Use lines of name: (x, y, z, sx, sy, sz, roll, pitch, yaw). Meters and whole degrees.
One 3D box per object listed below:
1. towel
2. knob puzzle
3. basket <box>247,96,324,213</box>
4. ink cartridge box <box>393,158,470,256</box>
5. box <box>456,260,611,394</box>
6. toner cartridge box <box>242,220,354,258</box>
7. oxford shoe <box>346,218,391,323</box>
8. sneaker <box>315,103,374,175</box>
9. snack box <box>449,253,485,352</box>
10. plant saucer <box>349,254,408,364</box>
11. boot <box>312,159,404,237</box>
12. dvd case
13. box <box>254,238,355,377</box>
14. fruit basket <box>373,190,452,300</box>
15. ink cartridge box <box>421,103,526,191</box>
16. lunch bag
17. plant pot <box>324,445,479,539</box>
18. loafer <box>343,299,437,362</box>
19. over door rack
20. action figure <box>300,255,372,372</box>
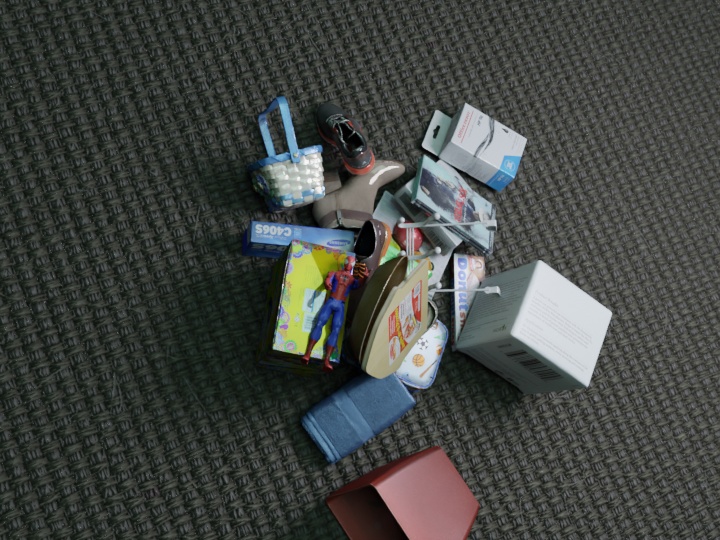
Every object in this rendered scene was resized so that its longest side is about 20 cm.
towel: (-0.005, 0.261, 1.570, 0.199, 0.049, 0.112, -34, 90, -1)
knob puzzle: (0.053, 0.100, 1.462, 0.030, 0.220, 0.220, 23, 65, 25)
basket: (-0.146, -0.217, 1.612, 0.138, 0.176, 0.201, -12, 90, -17)
ink cartridge box: (0.171, -0.136, 1.752, 0.162, 0.050, 0.200, 50, 35, 0)
box: (0.335, 0.116, 1.653, 0.198, 0.200, 0.172, 33, 66, -17)
toner cartridge box: (-0.120, -0.052, 1.620, 0.199, 0.095, 0.043, 5, 75, -16)
oxford shoe: (0.000, 0.000, 1.582, 0.071, 0.072, 0.201, 10, 86, 24)
sneaker: (-0.032, -0.281, 1.684, 0.077, 0.082, 0.200, -31, 57, -7)
snack box: (0.221, 0.068, 1.737, 0.071, 0.024, 0.201, 5, 74, -19)
plant saucer: (0.026, 0.060, 1.440, 0.035, 0.200, 0.201, 23, 68, 12)
boot: (0.002, -0.137, 1.681, 0.199, 0.070, 0.147, -10, 61, -1)
dvd case: (0.191, -0.132, 1.713, 0.200, 0.022, 0.146, 35, 41, -19)
box: (-0.104, 0.074, 1.537, 0.121, 0.193, 0.201, 13, 73, -14)
fruit basket: (0.086, -0.038, 1.701, 0.185, 0.094, 0.201, 32, 53, -8)
ink cartridge box: (0.243, -0.272, 1.806, 0.199, 0.068, 0.116, 28, 60, -9)
lunch bag: (0.061, 0.141, 1.639, 0.199, 0.076, 0.161, 26, 71, -11)
plant pot: (0.091, 0.428, 1.515, 0.176, 0.200, 0.201, -32, 87, -34)
loafer: (0.065, 0.111, 1.570, 0.199, 0.070, 0.076, -28, 90, -20)
over door rack: (0.169, -0.030, 1.607, 0.199, 0.067, 0.149, 1, 75, -2)
action figure: (-0.039, 0.059, 1.407, 0.065, 0.099, 0.201, 20, 68, -7)
